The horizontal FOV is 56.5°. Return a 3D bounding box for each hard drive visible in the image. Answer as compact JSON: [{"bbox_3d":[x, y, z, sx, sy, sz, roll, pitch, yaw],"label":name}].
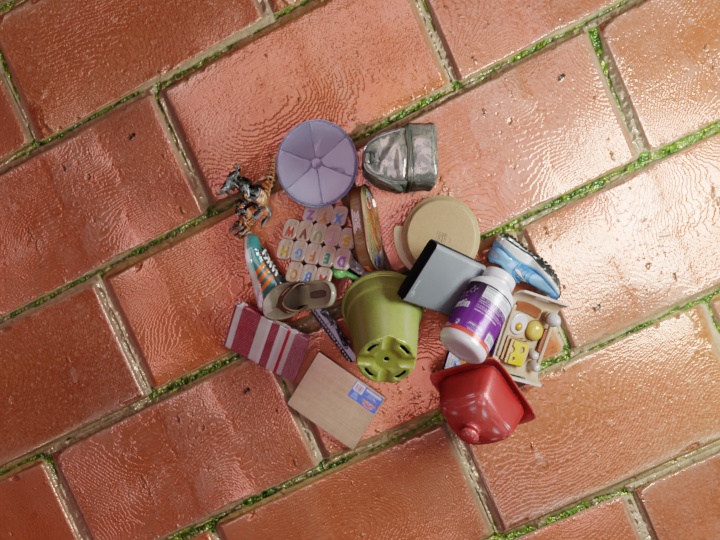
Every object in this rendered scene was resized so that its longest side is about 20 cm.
[{"bbox_3d":[0.181,0.020,1.477,0.033,0.198,0.141,43,106,42],"label":"hard drive"}]

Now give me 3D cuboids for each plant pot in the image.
[{"bbox_3d":[0.054,0.139,1.482,0.194,0.186,0.204,-1,126,-1],"label":"plant pot"}]

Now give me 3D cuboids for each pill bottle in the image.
[{"bbox_3d":[0.263,0.094,1.470,0.111,0.113,0.202,33,69,1],"label":"pill bottle"}]

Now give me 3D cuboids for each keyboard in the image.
[{"bbox_3d":[-0.075,0.131,1.561,0.020,0.127,0.202,-37,91,-18],"label":"keyboard"}]

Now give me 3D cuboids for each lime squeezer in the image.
[{"bbox_3d":[-0.063,0.015,1.556,0.195,0.071,0.038,-7,53,27],"label":"lime squeezer"}]

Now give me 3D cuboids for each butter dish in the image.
[{"bbox_3d":[0.259,0.319,1.491,0.197,0.149,0.202,-23,112,38],"label":"butter dish"}]

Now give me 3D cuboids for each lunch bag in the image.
[{"bbox_3d":[0.082,-0.242,1.482,0.163,0.200,0.144,-1,92,1],"label":"lunch bag"}]

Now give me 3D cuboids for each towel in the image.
[{"bbox_3d":[-0.226,0.170,1.602,0.196,0.023,0.146,26,122,3],"label":"towel"}]

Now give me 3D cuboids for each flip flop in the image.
[{"bbox_3d":[-0.145,0.065,1.508,0.196,0.057,0.083,-10,90,28],"label":"flip flop"}]

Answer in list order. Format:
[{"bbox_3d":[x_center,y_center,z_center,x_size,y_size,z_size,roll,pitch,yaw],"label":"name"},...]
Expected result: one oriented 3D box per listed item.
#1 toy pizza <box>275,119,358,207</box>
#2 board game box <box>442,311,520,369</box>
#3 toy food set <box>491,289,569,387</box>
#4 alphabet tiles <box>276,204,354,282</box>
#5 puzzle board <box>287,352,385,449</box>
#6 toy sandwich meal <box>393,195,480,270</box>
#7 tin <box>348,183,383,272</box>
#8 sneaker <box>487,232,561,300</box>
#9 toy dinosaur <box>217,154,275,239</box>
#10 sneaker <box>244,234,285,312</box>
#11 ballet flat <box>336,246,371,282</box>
[{"bbox_3d":[-0.102,-0.251,1.575,0.194,0.032,0.206,0,91,5],"label":"toy pizza"},{"bbox_3d":[0.283,0.163,1.573,0.131,0.045,0.205,17,96,3],"label":"board game box"},{"bbox_3d":[0.390,0.156,1.527,0.140,0.060,0.205,15,96,-25],"label":"toy food set"},{"bbox_3d":[-0.102,-0.062,1.550,0.196,0.015,0.201,10,77,27],"label":"alphabet tiles"},{"bbox_3d":[-0.059,0.317,1.628,0.198,0.017,0.153,34,95,1],"label":"puzzle board"},{"bbox_3d":[0.179,-0.074,1.554,0.199,0.070,0.211,0,93,1],"label":"toy sandwich meal"},{"bbox_3d":[0.012,-0.096,1.522,0.041,0.112,0.205,-11,70,15],"label":"tin"},{"bbox_3d":[0.378,0.003,1.550,0.199,0.078,0.091,39,115,4],"label":"sneaker"},{"bbox_3d":[-0.260,-0.180,1.580,0.134,0.102,0.203,30,78,-14],"label":"toy dinosaur"},{"bbox_3d":[-0.219,0.008,1.591,0.078,0.071,0.205,-13,102,5],"label":"sneaker"},{"bbox_3d":[0.000,0.000,1.575,0.199,0.072,0.072,39,97,-1],"label":"ballet flat"}]
